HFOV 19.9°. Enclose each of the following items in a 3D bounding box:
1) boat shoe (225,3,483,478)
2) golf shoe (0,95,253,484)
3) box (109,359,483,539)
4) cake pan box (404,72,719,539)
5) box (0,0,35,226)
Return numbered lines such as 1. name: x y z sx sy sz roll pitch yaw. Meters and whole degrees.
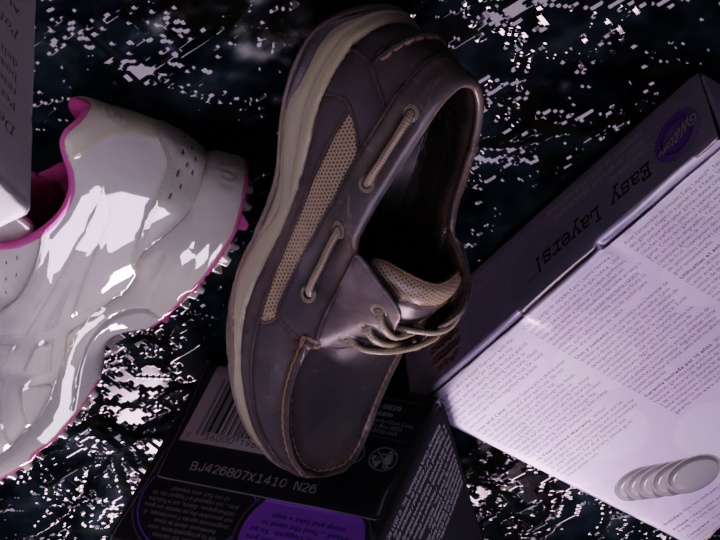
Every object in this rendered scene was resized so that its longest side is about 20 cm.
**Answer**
1. boat shoe: 0.000 0.000 0.795 0.074 0.073 0.201 -15 125 -39
2. golf shoe: -0.132 0.008 0.837 0.091 0.075 0.200 33 114 -24
3. box: -0.015 0.149 0.932 0.122 0.106 0.200 9 140 24
4. cake pan box: 0.149 0.024 0.899 0.184 0.052 0.200 25 126 -31
5. box: -0.244 -0.080 0.684 0.198 0.131 0.200 -25 132 16
